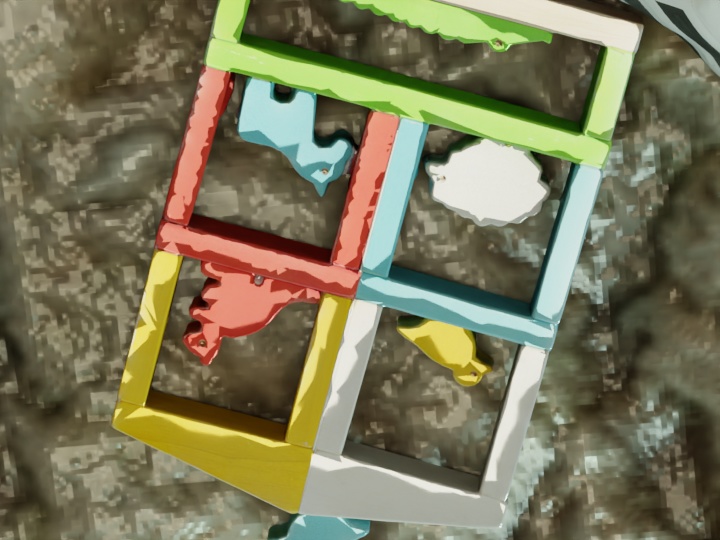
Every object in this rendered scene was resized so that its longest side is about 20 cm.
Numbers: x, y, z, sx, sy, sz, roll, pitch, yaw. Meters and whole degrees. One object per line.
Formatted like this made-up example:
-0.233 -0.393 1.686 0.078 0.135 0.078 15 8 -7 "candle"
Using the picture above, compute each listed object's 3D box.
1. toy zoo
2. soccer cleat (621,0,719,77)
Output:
0.000 0.000 0.906 0.131 0.020 0.201 15 105 -2 "toy zoo"
0.081 -0.110 0.832 0.200 0.085 0.069 35 73 -10 "soccer cleat"
